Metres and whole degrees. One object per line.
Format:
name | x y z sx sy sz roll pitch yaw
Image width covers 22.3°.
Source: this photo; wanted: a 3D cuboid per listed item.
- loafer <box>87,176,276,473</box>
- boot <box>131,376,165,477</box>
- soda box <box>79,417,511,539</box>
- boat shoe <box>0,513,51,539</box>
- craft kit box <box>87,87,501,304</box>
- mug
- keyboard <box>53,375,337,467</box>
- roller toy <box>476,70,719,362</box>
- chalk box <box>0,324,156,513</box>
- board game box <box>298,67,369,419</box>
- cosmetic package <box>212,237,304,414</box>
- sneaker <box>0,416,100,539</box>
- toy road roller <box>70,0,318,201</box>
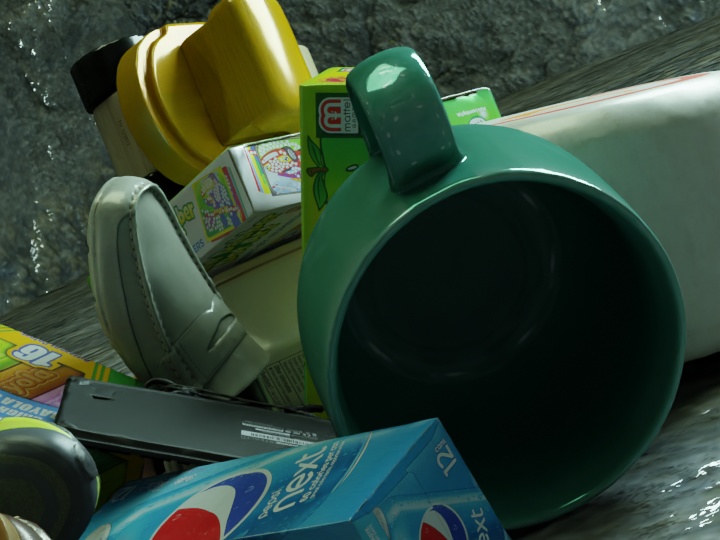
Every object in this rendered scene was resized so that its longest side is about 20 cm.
loafer | -0.078 0.042 0.914 0.069 0.201 0.070 -6 30 26
boot | -0.141 0.129 1.109 0.199 0.073 0.166 -26 19 -29
soda box | -0.038 0.116 0.722 0.199 0.068 0.064 -17 20 45
boat shoe | -0.189 0.142 0.641 0.198 0.071 0.070 -19 -30 14
craft kit box | -0.039 -0.035 1.104 0.196 0.049 0.200 -14 -13 -36
mug | 0.051 0.001 0.769 0.151 0.187 0.114 7 17 -13
keyboard | -0.040 0.088 0.824 0.198 0.040 0.104 11 12 -5
roller toy | 0.118 -0.015 0.918 0.181 0.141 0.200 -15 6 -27
chalk box | -0.202 0.113 0.840 0.123 0.126 0.200 19 20 20
board game box | 0.000 0.000 0.944 0.047 0.202 0.102 0 11 8
cosmetic package | 0.024 0.017 1.086 0.199 0.104 0.073 -24 52 0
sneaker | -0.189 0.130 0.719 0.199 0.074 0.081 -33 15 3
toy road roller | -0.069 -0.106 1.148 0.146 0.124 0.199 -30 -11 40
